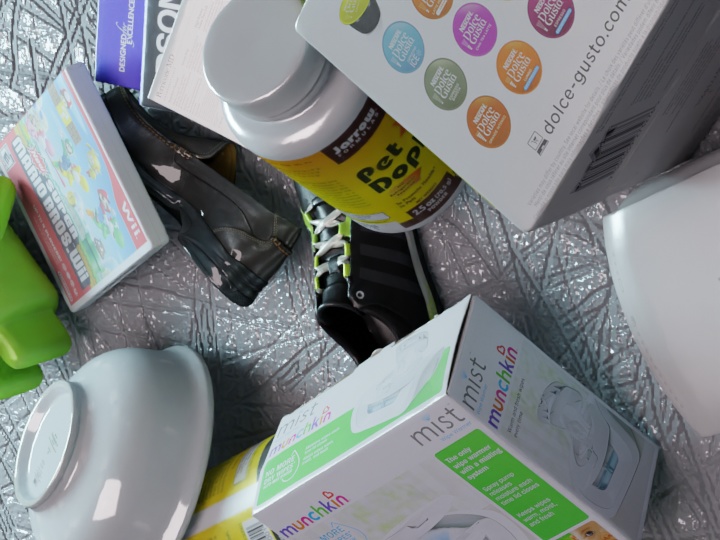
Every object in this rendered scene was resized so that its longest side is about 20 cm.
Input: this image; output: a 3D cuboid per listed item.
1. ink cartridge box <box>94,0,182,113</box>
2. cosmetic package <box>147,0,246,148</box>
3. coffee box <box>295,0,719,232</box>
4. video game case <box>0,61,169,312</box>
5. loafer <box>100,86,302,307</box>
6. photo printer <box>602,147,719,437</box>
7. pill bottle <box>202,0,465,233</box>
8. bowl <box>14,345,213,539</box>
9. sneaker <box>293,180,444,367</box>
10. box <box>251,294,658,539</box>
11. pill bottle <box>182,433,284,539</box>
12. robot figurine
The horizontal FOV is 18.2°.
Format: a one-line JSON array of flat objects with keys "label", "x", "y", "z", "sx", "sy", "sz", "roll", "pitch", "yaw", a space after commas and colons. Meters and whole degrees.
[{"label": "ink cartridge box", "x": -0.099, "y": -0.203, "z": 1.533, "sx": 0.198, "sy": 0.043, "sz": 0.200, "roll": 12, "pitch": 109, "yaw": 21}, {"label": "cosmetic package", "x": -0.065, "y": -0.189, "z": 1.469, "sx": 0.082, "sy": 0.051, "sz": 0.201, "roll": 26, "pitch": 111, "yaw": 11}, {"label": "coffee box", "x": 0.120, "y": -0.176, "z": 1.303, "sx": 0.198, "sy": 0.199, "sz": 0.200, "roll": 42, "pitch": 125, "yaw": 19}, {"label": "video game case", "x": -0.210, "y": -0.058, "z": 1.668, "sx": 0.144, "sy": 0.017, "sz": 0.200, "roll": 64, "pitch": 152, "yaw": 3}, {"label": "loafer", "x": -0.116, "y": -0.067, "z": 1.619, "sx": 0.072, "sy": 0.073, "sz": 0.200, "roll": -41, "pitch": 69, "yaw": 5}, {"label": "photo printer", "x": 0.245, "y": 0.004, "z": 1.352, "sx": 0.199, "sy": 0.069, "sz": 0.168, "roll": -25, "pitch": 89, "yaw": 40}, {"label": "pill bottle", "x": -0.015, "y": -0.104, "z": 1.421, "sx": 0.108, "sy": 0.200, "sz": 0.110, "roll": -11, "pitch": 66, "yaw": 28}, {"label": "bowl", "x": -0.194, "y": 0.138, "z": 1.653, "sx": 0.201, "sy": 0.090, "sz": 0.202, "roll": -42, "pitch": 37, "yaw": 43}, {"label": "sneaker", "x": 0.000, "y": 0.000, "z": 1.530, "sx": 0.071, "sy": 0.083, "sz": 0.201, "roll": -30, "pitch": 86, "yaw": 39}, {"label": "box", "x": 0.062, "y": 0.135, "z": 1.476, "sx": 0.176, "sy": 0.097, "sz": 0.200, "roll": 39, "pitch": 132, "yaw": -21}, {"label": "pill bottle", "x": -0.079, "y": 0.192, "z": 1.635, "sx": 0.199, "sy": 0.114, "sz": 0.115, "roll": -30, "pitch": 86, "yaw": 40}, {"label": "robot figurine", "x": -0.315, "y": 0.006, "z": 1.752, "sx": 0.200, "sy": 0.115, "sz": 0.176, "roll": 51, "pitch": 121, "yaw": 13}]
